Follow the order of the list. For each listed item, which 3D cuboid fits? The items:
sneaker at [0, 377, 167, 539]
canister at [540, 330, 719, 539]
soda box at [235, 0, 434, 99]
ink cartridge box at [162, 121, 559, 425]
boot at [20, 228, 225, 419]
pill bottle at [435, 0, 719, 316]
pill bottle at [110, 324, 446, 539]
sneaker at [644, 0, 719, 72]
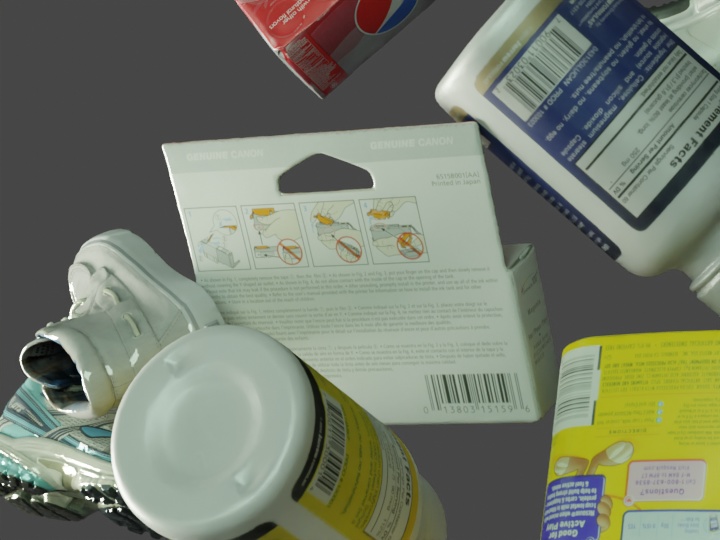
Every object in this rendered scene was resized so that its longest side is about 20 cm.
[{"bbox_3d":[-0.134,0.100,1.561,0.199,0.078,0.087,9,67,30],"label":"sneaker"},{"bbox_3d":[0.161,0.136,1.381,0.148,0.087,0.201,-3,65,27],"label":"canister"},{"bbox_3d":[0.022,-0.201,1.626,0.200,0.063,0.070,-41,55,5],"label":"soda box"},{"bbox_3d":[0.000,0.000,1.490,0.199,0.044,0.174,-2,110,27],"label":"ink cartridge box"},{"bbox_3d":[-0.154,0.031,1.550,0.095,0.074,0.200,-19,17,-21],"label":"boot"},{"bbox_3d":[0.146,-0.068,1.427,0.200,0.111,0.111,42,90,1],"label":"pill bottle"},{"bbox_3d":[-0.036,0.115,1.425,0.114,0.200,0.115,-11,63,22],"label":"pill bottle"},{"bbox_3d":[0.193,-0.113,1.500,0.199,0.074,0.080,-16,77,25],"label":"sneaker"}]
